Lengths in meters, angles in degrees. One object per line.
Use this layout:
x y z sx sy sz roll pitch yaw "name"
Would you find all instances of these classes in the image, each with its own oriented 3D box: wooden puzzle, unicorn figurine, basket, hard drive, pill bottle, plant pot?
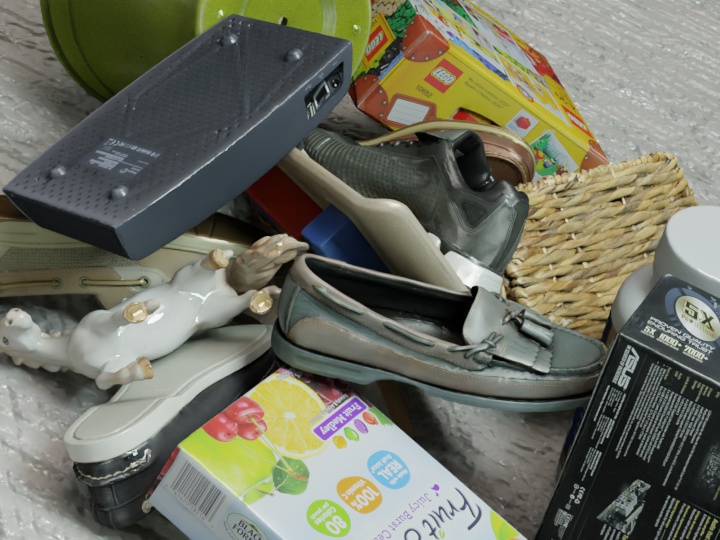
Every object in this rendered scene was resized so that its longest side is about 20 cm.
0.000 0.000 1.593 0.046 0.185 0.200 -45 36 -11 "wooden puzzle"
-0.135 0.029 1.527 0.199 0.074 0.137 -9 0 -24 "unicorn figurine"
0.131 0.020 1.737 0.200 0.149 0.143 -14 77 -41 "basket"
-0.106 -0.081 1.561 0.200 0.042 0.135 -41 36 -27 "hard drive"
0.197 0.064 1.568 0.110 0.201 0.111 10 35 -7 "pill bottle"
-0.091 -0.184 1.744 0.200 0.201 0.193 -1 14 -29 "plant pot"

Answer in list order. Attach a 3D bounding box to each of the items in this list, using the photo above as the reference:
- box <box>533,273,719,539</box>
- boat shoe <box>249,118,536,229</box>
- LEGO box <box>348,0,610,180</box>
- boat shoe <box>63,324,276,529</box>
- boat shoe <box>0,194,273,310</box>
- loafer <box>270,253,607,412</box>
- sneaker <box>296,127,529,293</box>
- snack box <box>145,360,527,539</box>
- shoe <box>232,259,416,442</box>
0.201 0.131 1.473 0.163 0.201 0.086 27 33 14 "box"
0.020 -0.055 1.750 0.199 0.072 0.068 -3 37 13 "boat shoe"
0.068 -0.137 1.852 0.200 0.077 0.149 32 21 -37 "LEGO box"
-0.104 0.087 1.516 0.074 0.061 0.200 -7 17 26 "boat shoe"
-0.150 -0.005 1.613 0.199 0.065 0.072 4 16 -9 "boat shoe"
0.049 0.035 1.485 0.199 0.063 0.072 8 29 -3 "loafer"
0.038 -0.057 1.636 0.066 0.091 0.200 25 8 -48 "sneaker"
-0.002 0.148 1.448 0.200 0.053 0.142 41 38 11 "snack box"
-0.025 0.063 1.598 0.053 0.070 0.200 -25 42 -14 "shoe"
